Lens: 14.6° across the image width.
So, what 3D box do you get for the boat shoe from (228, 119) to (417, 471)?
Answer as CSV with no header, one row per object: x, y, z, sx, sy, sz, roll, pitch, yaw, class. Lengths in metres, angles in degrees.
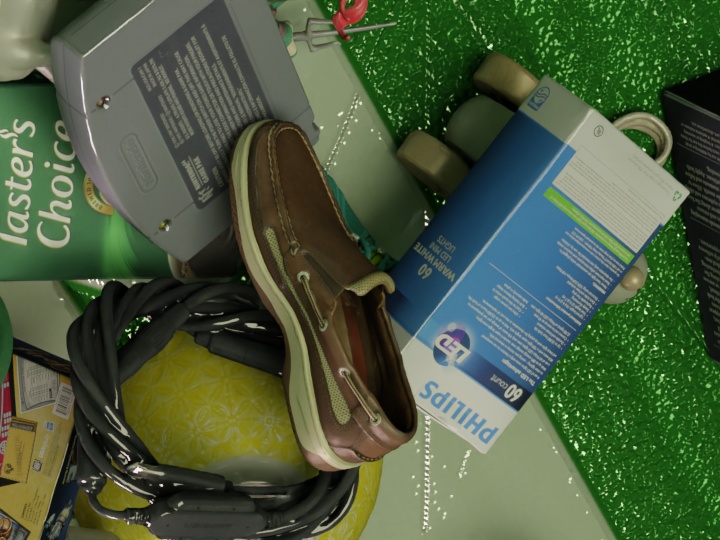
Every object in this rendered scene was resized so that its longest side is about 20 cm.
-0.012,0.008,1.587,0.075,0.075,0.204,-19,93,-52,boat shoe

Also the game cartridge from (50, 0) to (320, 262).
-0.100,-0.096,1.578,0.133,0.041,0.200,-43,146,-15,game cartridge

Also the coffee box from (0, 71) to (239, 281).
-0.165,-0.055,1.656,0.199,0.044,0.124,1,106,-24,coffee box

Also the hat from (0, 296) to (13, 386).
-0.285,0.100,1.625,0.199,0.166,0.177,6,140,11,hat

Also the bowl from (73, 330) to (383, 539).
-0.075,0.136,1.697,0.199,0.108,0.201,-5,116,-10,bowl

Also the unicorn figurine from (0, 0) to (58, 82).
-0.186,-0.144,1.568,0.136,0.074,0.201,10,93,-9,unicorn figurine

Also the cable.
-0.081,0.080,1.616,0.199,0.164,0.051,2,149,-33,cable

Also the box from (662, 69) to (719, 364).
0.299,-0.038,1.834,0.148,0.107,0.201,-21,114,-17,box

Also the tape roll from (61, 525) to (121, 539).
-0.179,0.251,1.659,0.037,0.203,0.204,9,102,-23,tape roll

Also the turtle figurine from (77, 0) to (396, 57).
-0.064,-0.196,1.630,0.199,0.101,0.151,4,95,-15,turtle figurine

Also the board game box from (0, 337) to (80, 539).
-0.236,0.134,1.642,0.035,0.135,0.201,-7,117,-68,board game box

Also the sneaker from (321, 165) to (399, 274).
0.000,0.000,1.720,0.078,0.079,0.200,-55,125,-28,sneaker

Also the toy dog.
0.122,-0.049,1.757,0.199,0.096,0.133,19,98,-27,toy dog

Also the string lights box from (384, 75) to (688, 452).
0.092,-0.002,1.669,0.103,0.059,0.200,37,93,-38,string lights box
